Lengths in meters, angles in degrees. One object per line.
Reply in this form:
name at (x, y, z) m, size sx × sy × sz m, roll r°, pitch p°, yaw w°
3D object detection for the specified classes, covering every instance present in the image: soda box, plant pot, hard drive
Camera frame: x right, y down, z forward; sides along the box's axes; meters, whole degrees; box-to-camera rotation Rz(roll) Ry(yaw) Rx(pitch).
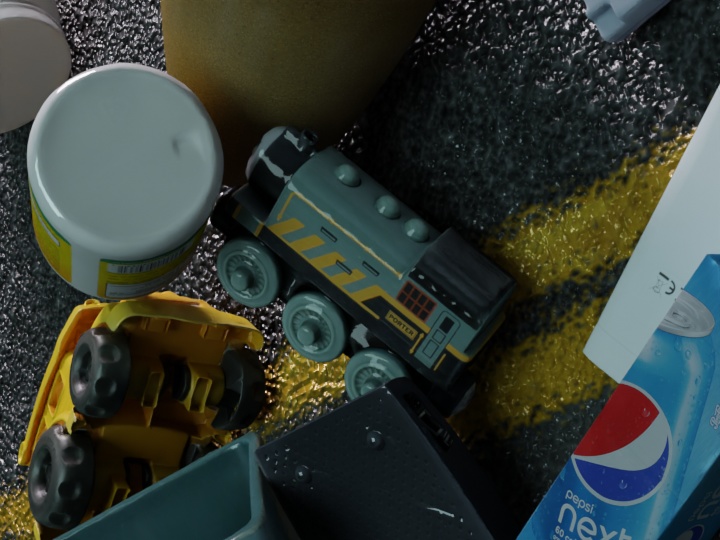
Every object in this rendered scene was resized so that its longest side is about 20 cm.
soda box at (0.156, 0.089, 0.684) m, size 0.064 × 0.067 × 0.201 m, roll 46°, pitch 121°, yaw 34°
plant pot at (-0.102, 0.254, 0.858) m, size 0.194 × 0.196 × 0.202 m, roll -27°, pitch 100°, yaw -1°
hard drive at (0.035, 0.164, 0.810) m, size 0.134 × 0.042 × 0.201 m, roll -30°, pitch 94°, yaw 40°
plant pot at (-0.052, -0.154, 0.866) m, size 0.187 × 0.185 × 0.201 m, roll 52°, pitch 138°, yaw 31°
hard drive at (0.206, -0.006, 0.700) m, size 0.132 × 0.026 × 0.202 m, roll 41°, pitch 118°, yaw 37°

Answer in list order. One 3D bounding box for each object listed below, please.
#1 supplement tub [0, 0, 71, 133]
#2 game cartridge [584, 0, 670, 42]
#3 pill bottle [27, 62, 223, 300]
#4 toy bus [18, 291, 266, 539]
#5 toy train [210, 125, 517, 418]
supplement tub at (-0.336, -0.226, 1.156) m, size 0.141 × 0.139 × 0.201 m, roll -53°, pitch 56°, yaw 30°
game cartridge at (0.144, -0.245, 0.756) m, size 0.133 × 0.041 × 0.202 m, roll -40°, pitch 63°, yaw 41°
pill bottle at (-0.149, -0.044, 0.861) m, size 0.200 × 0.111 × 0.114 m, roll 133°, pitch 128°, yaw -74°
toy bus at (-0.174, 0.088, 1.018) m, size 0.192 × 0.134 × 0.202 m, roll 47°, pitch 121°, yaw 53°
toy train at (0.000, 0.000, 0.832) m, size 0.199 × 0.085 × 0.114 m, roll 40°, pitch 127°, yaw 9°
